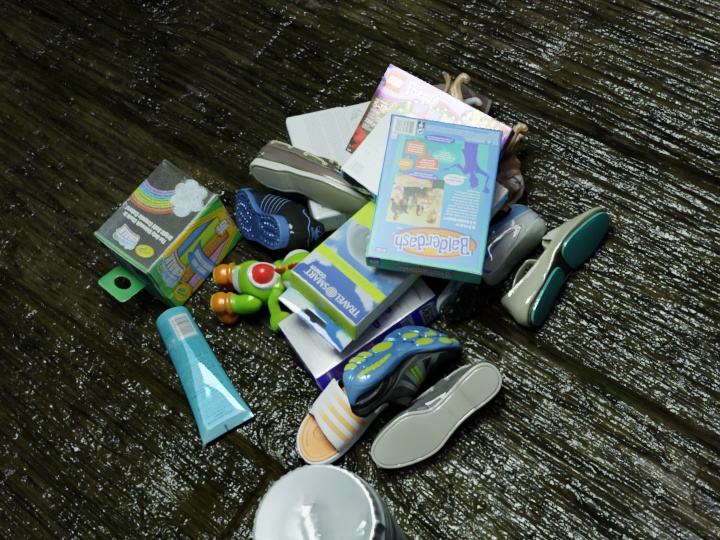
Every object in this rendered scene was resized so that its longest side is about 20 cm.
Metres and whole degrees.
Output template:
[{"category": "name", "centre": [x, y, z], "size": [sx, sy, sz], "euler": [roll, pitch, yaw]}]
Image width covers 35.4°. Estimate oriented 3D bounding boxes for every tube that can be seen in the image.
[{"category": "tube", "centre": [-0.225, 0.142, 1.583], "size": [0.077, 0.050, 0.201], "euler": [-32, 62, 0]}]

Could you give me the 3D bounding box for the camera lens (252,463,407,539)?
[{"category": "camera lens", "centre": [-0.029, 0.330, 1.322], "size": [0.158, 0.200, 0.161], "euler": [-7, 59, 12]}]

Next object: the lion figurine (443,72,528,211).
[{"category": "lion figurine", "centre": [0.163, -0.182, 1.609], "size": [0.200, 0.073, 0.123], "euler": [39, 79, 7]}]

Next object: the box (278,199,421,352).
[{"category": "box", "centre": [0.000, 0.000, 1.504], "size": [0.122, 0.048, 0.200], "euler": [39, 64, 18]}]

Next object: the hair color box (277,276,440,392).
[{"category": "hair color box", "centre": [0.000, 0.067, 1.552], "size": [0.199, 0.065, 0.109], "euler": [-35, 57, -5]}]

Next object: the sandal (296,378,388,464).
[{"category": "sandal", "centre": [-0.010, 0.167, 1.497], "size": [0.207, 0.059, 0.079], "euler": [-43, 58, -11]}]

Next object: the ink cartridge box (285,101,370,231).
[{"category": "ink cartridge box", "centre": [-0.008, -0.163, 1.703], "size": [0.172, 0.044, 0.201], "euler": [-13, 57, -8]}]

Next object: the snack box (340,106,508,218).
[{"category": "snack box", "centre": [0.085, -0.116, 1.513], "size": [0.200, 0.037, 0.116], "euler": [38, 78, 13]}]

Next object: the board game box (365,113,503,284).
[{"category": "board game box", "centre": [0.096, -0.094, 1.462], "size": [0.151, 0.045, 0.202], "euler": [10, 73, 5]}]

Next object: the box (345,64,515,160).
[{"category": "box", "centre": [0.096, -0.179, 1.569], "size": [0.199, 0.039, 0.138], "euler": [30, 95, 14]}]

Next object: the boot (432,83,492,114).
[{"category": "boot", "centre": [0.126, -0.188, 1.655], "size": [0.145, 0.070, 0.202], "euler": [9, 70, -6]}]

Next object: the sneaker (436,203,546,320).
[{"category": "sneaker", "centre": [0.170, -0.011, 1.549], "size": [0.200, 0.072, 0.072], "euler": [-44, 53, -15]}]

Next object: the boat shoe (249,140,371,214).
[{"category": "boat shoe", "centre": [-0.061, -0.136, 1.622], "size": [0.199, 0.072, 0.060], "euler": [19, 62, 21]}]

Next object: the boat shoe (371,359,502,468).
[{"category": "boat shoe", "centre": [0.099, 0.188, 1.466], "size": [0.199, 0.057, 0.067], "euler": [-36, 93, -3]}]

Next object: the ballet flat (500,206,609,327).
[{"category": "ballet flat", "centre": [0.259, -0.014, 1.531], "size": [0.069, 0.070, 0.200], "euler": [30, 72, 28]}]

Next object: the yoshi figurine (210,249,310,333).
[{"category": "yoshi figurine", "centre": [-0.107, 0.021, 1.608], "size": [0.199, 0.113, 0.112], "euler": [-13, 16, 24]}]

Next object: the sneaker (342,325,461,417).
[{"category": "sneaker", "centre": [0.052, 0.130, 1.470], "size": [0.070, 0.083, 0.199], "euler": [23, 34, 39]}]

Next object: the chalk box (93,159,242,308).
[{"category": "chalk box", "centre": [-0.294, -0.034, 1.659], "size": [0.124, 0.124, 0.200], "euler": [33, 74, 28]}]

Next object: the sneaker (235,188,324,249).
[{"category": "sneaker", "centre": [-0.121, -0.073, 1.652], "size": [0.077, 0.071, 0.200], "euler": [-3, 20, -26]}]
